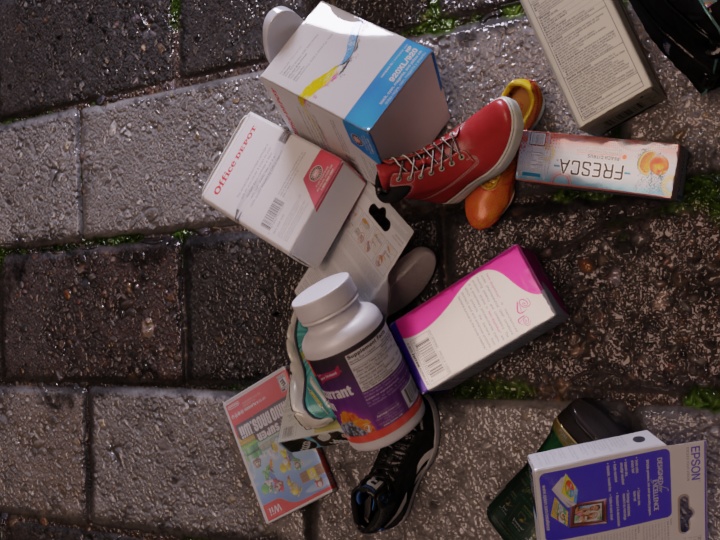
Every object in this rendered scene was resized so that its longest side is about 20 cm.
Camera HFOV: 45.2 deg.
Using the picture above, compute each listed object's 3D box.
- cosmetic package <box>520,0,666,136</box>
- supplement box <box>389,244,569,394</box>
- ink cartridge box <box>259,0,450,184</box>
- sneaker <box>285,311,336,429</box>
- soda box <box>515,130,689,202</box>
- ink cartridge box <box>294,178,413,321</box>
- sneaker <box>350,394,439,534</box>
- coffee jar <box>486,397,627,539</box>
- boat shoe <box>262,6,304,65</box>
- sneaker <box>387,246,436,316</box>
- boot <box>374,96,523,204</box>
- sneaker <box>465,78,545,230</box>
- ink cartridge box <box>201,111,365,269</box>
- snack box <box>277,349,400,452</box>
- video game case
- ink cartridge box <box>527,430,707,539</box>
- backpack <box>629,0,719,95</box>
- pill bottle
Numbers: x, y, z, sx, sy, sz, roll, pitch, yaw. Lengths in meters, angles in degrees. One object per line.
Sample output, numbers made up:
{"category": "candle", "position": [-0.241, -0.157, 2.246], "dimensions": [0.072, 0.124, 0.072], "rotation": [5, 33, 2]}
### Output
{"category": "cosmetic package", "position": [0.280, -0.280, 1.055], "dimensions": [0.102, 0.087, 0.204], "rotation": [-26, 77, 29]}
{"category": "supplement box", "position": [0.153, 0.065, 1.107], "dimensions": [0.198, 0.103, 0.103], "rotation": [-33, 73, 20]}
{"category": "ink cartridge box", "position": [-0.005, -0.235, 1.170], "dimensions": [0.198, 0.148, 0.146], "rotation": [31, 76, 28]}
{"category": "sneaker", "position": [-0.058, 0.132, 1.235], "dimensions": [0.078, 0.078, 0.203], "rotation": [-19, 52, 12]}
{"category": "soda box", "position": [0.293, -0.128, 1.056], "dimensions": [0.196, 0.068, 0.065], "rotation": [12, 96, 32]}
{"category": "ink cartridge box", "position": [0.000, 0.000, 1.186], "dimensions": [0.202, 0.056, 0.163], "rotation": [-54, 40, 13]}
{"category": "sneaker", "position": [0.045, 0.268, 1.178], "dimensions": [0.072, 0.111, 0.205], "rotation": [19, 99, 28]}
{"category": "coffee jar", "position": [0.250, 0.260, 1.067], "dimensions": [0.104, 0.084, 0.202], "rotation": [47, 113, 35]}
{"category": "boat shoe", "position": [-0.102, -0.310, 1.237], "dimensions": [0.071, 0.200, 0.068], "rotation": [-39, 62, -3]}
{"category": "sneaker", "position": [0.021, 0.024, 1.225], "dimensions": [0.200, 0.074, 0.089], "rotation": [-47, 55, 23]}
{"category": "boot", "position": [0.100, -0.142, 1.065], "dimensions": [0.200, 0.141, 0.074], "rotation": [-46, 55, 52]}
{"category": "sneaker", "position": [0.176, -0.153, 1.125], "dimensions": [0.072, 0.077, 0.205], "rotation": [22, 102, 27]}
{"category": "ink cartridge box", "position": [-0.111, -0.114, 1.216], "dimensions": [0.198, 0.085, 0.148], "rotation": [31, 89, 33]}
{"category": "snack box", "position": [-0.024, 0.185, 1.233], "dimensions": [0.197, 0.037, 0.118], "rotation": [-17, 47, 31]}
{"category": "video game case", "position": [-0.128, 0.270, 1.339], "dimensions": [0.142, 0.017, 0.204], "rotation": [-31, 74, 27]}
{"category": "ink cartridge box", "position": [0.299, 0.285, 0.998], "dimensions": [0.195, 0.044, 0.203], "rotation": [-10, 113, 2]}
{"category": "backpack", "position": [0.373, -0.328, 0.952], "dimensions": [0.153, 0.176, 0.201], "rotation": [-40, 68, 6]}
{"category": "pill bottle", "position": [-0.006, 0.111, 1.080], "dimensions": [0.110, 0.112, 0.203], "rotation": [-20, 104, 29]}
